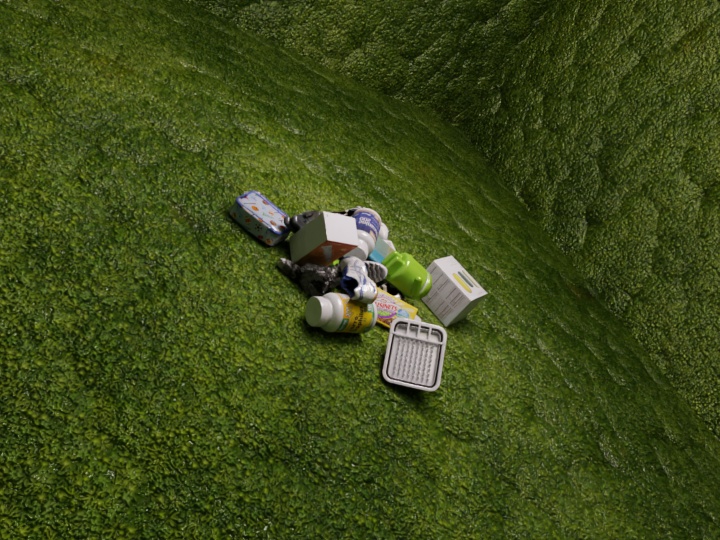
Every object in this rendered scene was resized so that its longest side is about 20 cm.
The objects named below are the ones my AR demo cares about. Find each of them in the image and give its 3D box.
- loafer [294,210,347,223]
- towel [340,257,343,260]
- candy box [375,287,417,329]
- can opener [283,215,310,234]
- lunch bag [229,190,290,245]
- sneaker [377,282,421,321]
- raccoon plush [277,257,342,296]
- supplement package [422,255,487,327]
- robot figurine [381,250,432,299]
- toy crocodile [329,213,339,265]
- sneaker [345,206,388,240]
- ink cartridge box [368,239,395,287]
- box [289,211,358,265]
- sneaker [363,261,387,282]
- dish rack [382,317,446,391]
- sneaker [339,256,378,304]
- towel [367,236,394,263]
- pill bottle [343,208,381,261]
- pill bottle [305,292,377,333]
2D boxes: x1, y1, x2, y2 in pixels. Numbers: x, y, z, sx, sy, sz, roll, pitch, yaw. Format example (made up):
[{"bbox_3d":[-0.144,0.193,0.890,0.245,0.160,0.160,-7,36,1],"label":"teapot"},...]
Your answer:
[{"bbox_3d":[-0.138,-0.187,1.810,0.199,0.063,0.072,-1,46,-29],"label":"loafer"},{"bbox_3d":[-0.077,-0.106,1.857,0.200,0.050,0.148,36,30,-3],"label":"towel"},{"bbox_3d":[0.084,0.128,1.681,0.199,0.026,0.103,28,70,-16],"label":"candy box"},{"bbox_3d":[-0.194,-0.140,1.693,0.200,0.052,0.067,38,47,-71],"label":"can opener"},{"bbox_3d":[-0.315,-0.175,1.682,0.200,0.076,0.160,41,29,3],"label":"lunch bag"},{"bbox_3d":[0.131,0.121,1.742,0.200,0.080,0.074,37,29,-5],"label":"sneaker"},{"bbox_3d":[-0.138,-0.008,1.612,0.200,0.097,0.134,41,34,5],"label":"raccoon plush"},{"bbox_3d":[0.330,0.074,1.936,0.200,0.151,0.151,50,32,19],"label":"supplement package"},{"bbox_3d":[0.162,0.021,1.763,0.200,0.116,0.176,40,15,-25],"label":"robot figurine"},{"bbox_3d":[-0.088,-0.096,1.752,0.062,0.067,0.201,18,62,-42],"label":"toy crocodile"},{"bbox_3d":[0.011,-0.177,2.013,0.129,0.080,0.200,-6,52,-48],"label":"sneaker"},{"bbox_3d":[0.075,-0.032,1.898,0.175,0.045,0.201,10,47,-40],"label":"ink cartridge box"},{"bbox_3d":[-0.117,-0.090,1.630,0.124,0.200,0.098,8,64,-38],"label":"box"},{"bbox_3d":[0.000,0.000,1.672,0.082,0.199,0.075,-29,113,-58],"label":"sneaker"},{"bbox_3d":[0.158,0.250,1.533,0.170,0.044,0.201,13,64,1],"label":"dish rack"},{"bbox_3d":[-0.024,0.017,1.531,0.088,0.076,0.200,10,28,-36],"label":"sneaker"},{"bbox_3d":[0.109,-0.029,1.875,0.200,0.022,0.147,41,35,-11],"label":"towel"},{"bbox_3d":[0.002,-0.115,1.787,0.111,0.111,0.201,30,42,-12],"label":"pill bottle"},{"bbox_3d":[-0.057,0.123,1.512,0.199,0.113,0.113,8,41,-40],"label":"pill bottle"}]
